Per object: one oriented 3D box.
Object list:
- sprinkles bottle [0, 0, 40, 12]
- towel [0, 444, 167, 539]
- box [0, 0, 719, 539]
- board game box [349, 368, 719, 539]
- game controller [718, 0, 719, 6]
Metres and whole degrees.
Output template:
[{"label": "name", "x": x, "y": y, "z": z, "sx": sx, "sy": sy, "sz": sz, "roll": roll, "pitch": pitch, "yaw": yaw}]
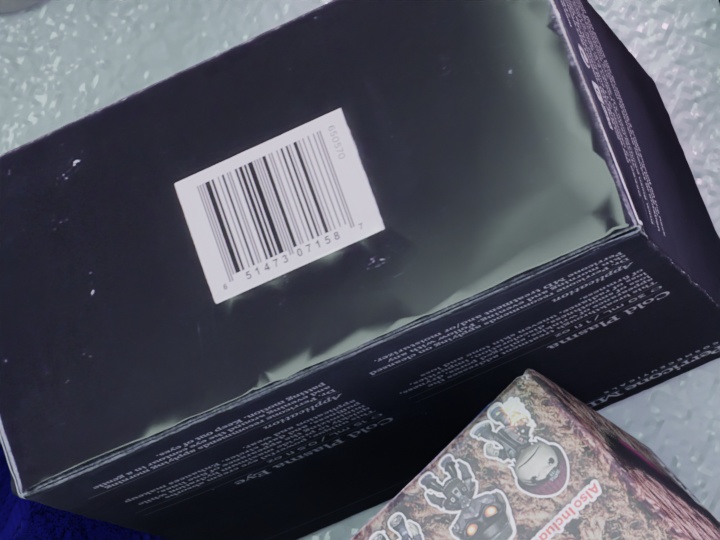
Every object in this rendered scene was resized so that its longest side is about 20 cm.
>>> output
[{"label": "sprinkles bottle", "x": -0.159, "y": -0.145, "z": 0.996, "sx": 0.068, "sy": 0.200, "sz": 0.068, "roll": -4, "pitch": 77, "yaw": 18}, {"label": "towel", "x": -0.126, "y": 0.098, "z": 0.924, "sx": 0.050, "sy": 0.200, "sz": 0.148, "roll": 14, "pitch": 65, "yaw": 40}, {"label": "box", "x": 0.000, "y": 0.000, "z": 0.924, "sx": 0.200, "sy": 0.182, "sz": 0.104, "roll": -24, "pitch": 72, "yaw": 11}, {"label": "board game box", "x": 0.098, "y": 0.143, "z": 0.874, "sx": 0.097, "sy": 0.159, "sz": 0.200, "roll": -44, "pitch": 70, "yaw": 5}, {"label": "game controller", "x": 0.158, "y": -0.134, "z": 0.956, "sx": 0.104, "sy": 0.042, "sz": 0.200, "roll": -14, "pitch": 89, "yaw": 17}]
